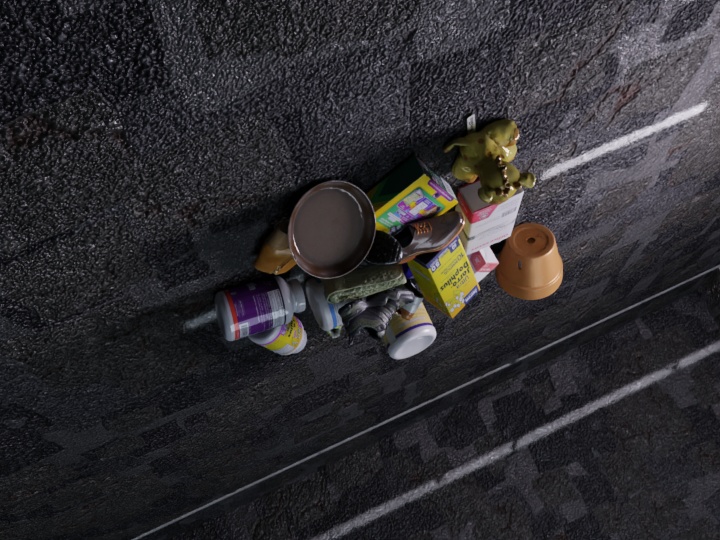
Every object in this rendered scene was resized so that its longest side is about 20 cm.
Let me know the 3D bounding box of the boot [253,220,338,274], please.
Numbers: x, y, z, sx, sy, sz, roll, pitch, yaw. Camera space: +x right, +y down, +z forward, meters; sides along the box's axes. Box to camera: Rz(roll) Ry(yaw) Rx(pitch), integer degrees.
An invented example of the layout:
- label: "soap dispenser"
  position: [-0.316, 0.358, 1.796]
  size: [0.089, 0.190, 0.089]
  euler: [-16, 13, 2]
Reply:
- label: "boot"
  position: [-0.127, -0.047, 1.418]
  size: [0.196, 0.072, 0.144]
  euler: [2, 145, -33]

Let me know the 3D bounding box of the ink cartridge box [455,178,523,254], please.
- label: "ink cartridge box"
  position: [0.313, -0.143, 1.626]
  size: [0.141, 0.086, 0.202]
  euler: [-22, 153, -9]

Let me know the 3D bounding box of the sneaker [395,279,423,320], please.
- label: "sneaker"
  position: [0.093, 0.059, 1.672]
  size: [0.071, 0.201, 0.087]
  euler: [19, 107, -21]

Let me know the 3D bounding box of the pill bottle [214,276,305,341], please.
- label: "pill bottle"
  position: [-0.229, 0.081, 1.495]
  size: [0.195, 0.115, 0.113]
  euler: [-16, 153, -22]

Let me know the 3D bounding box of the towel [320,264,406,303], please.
- label: "towel"
  position: [0.000, 0.000, 1.522]
  size: [0.194, 0.150, 0.037]
  euler: [-15, 134, -7]

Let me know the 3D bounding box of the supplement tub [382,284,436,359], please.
- label: "supplement tub"
  position: [0.106, 0.120, 1.778]
  size: [0.142, 0.204, 0.147]
  euler: [-20, 154, -10]

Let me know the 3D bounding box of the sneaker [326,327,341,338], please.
- label: "sneaker"
  position: [-0.062, 0.106, 1.738]
  size: [0.073, 0.078, 0.202]
  euler: [-16, 150, -15]

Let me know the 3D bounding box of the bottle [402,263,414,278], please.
- label: "bottle"
  position: [0.183, -0.024, 1.691]
  size: [0.195, 0.067, 0.084]
  euler: [-6, 149, -35]

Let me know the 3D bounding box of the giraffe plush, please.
- label: "giraffe plush"
  position: [0.284, -0.215, 1.378]
  size: [0.170, 0.165, 0.199]
  euler: [-33, 154, 16]

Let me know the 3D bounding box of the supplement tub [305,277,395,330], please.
- label: "supplement tub"
  position: [-0.026, 0.050, 1.597]
  size: [0.195, 0.134, 0.133]
  euler: [-22, 154, -15]

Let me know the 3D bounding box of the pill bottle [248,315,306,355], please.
- label: "pill bottle"
  position: [-0.207, 0.153, 1.655]
  size: [0.102, 0.106, 0.200]
  euler: [-30, 154, 8]

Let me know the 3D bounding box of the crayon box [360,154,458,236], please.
- label: "crayon box"
  position: [0.104, -0.151, 1.448]
  size: [0.171, 0.059, 0.199]
  euler: [-35, 154, 19]

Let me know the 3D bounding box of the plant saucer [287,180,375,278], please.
- label: "plant saucer"
  position: [-0.061, -0.086, 1.339]
  size: [0.194, 0.032, 0.207]
  euler: [-9, 111, -22]

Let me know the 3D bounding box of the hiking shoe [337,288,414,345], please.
- label: "hiking shoe"
  position: [0.044, 0.105, 1.511]
  size: [0.195, 0.104, 0.075]
  euler: [-16, 180, -22]

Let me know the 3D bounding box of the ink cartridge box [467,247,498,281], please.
- label: "ink cartridge box"
  position: [0.272, -0.007, 1.799]
  size: [0.066, 0.119, 0.200]
  euler: [0, 143, -43]

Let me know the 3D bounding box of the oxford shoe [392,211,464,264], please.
- label: "oxford shoe"
  position: [0.144, -0.081, 1.469]
  size: [0.196, 0.073, 0.073]
  euler: [-29, 152, 7]

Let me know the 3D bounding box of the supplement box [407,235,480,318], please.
- label: "supplement box"
  position: [0.196, -0.003, 1.585]
  size: [0.109, 0.109, 0.202]
  euler: [-42, 132, -11]

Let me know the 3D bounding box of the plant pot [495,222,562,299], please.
- label: "plant pot"
  position: [0.488, -0.039, 1.883]
  size: [0.195, 0.202, 0.142]
  euler: [-22, 138, -7]

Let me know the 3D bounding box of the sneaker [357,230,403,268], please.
- label: "sneaker"
  position: [0.010, -0.041, 1.467]
  size: [0.194, 0.078, 0.088]
  euler: [8, 160, 23]
